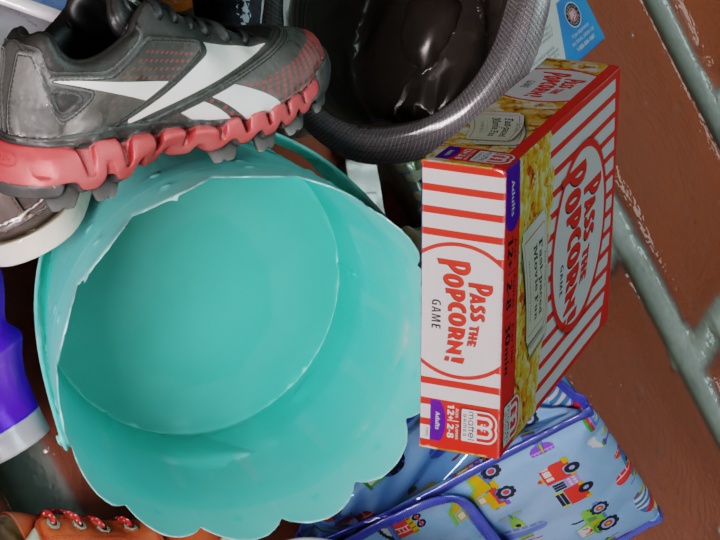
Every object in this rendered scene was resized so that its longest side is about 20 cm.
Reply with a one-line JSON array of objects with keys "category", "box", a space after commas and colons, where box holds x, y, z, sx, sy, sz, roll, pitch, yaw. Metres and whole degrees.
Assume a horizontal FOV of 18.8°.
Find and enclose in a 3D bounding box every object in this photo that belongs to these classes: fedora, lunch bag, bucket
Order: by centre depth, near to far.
[{"category": "bucket", "box": [-0.073, 0.026, 1.135, 0.206, 0.135, 0.208, -6, 108, -18]}, {"category": "fedora", "box": [0.034, -0.156, 1.239, 0.090, 0.176, 0.201, 15, 80, -68]}, {"category": "lunch bag", "box": [0.057, 0.142, 1.280, 0.094, 0.200, 0.151, 55, 2, 39]}]

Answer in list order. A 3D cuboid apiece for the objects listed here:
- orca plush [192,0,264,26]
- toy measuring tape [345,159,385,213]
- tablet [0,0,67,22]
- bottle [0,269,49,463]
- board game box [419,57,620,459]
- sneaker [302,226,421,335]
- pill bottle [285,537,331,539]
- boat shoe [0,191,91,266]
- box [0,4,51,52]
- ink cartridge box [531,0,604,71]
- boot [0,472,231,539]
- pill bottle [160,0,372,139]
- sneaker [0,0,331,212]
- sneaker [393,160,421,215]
[{"category": "orca plush", "box": [-0.086, -0.176, 1.187, 0.071, 0.105, 0.201, 9, 82, -8]}, {"category": "toy measuring tape", "box": [0.016, 0.001, 1.369, 0.073, 0.073, 0.201, 12, 65, -47]}, {"category": "tablet", "box": [-0.211, -0.177, 1.116, 0.199, 0.014, 0.130, 19, 30, -9]}, {"category": "bottle", "box": [-0.222, 0.004, 1.087, 0.201, 0.065, 0.084, 63, 33, -8]}, {"category": "board game box", "box": [0.085, -0.013, 1.134, 0.200, 0.046, 0.152, -43, 137, -60]}, {"category": "sneaker", "box": [0.000, 0.000, 1.270, 0.130, 0.080, 0.200, 38, 86, -12]}, {"category": "pill bottle", "box": [0.003, 0.224, 1.195, 0.200, 0.112, 0.113, 44, 40, -59]}, {"category": "boat shoe", "box": [-0.174, -0.078, 1.138, 0.200, 0.072, 0.060, -89, 154, -58]}, {"category": "box", "box": [-0.240, -0.130, 1.077, 0.156, 0.041, 0.200, 34, 34, 19]}, {"category": "ink cartridge box", "box": [0.070, -0.213, 1.522, 0.146, 0.084, 0.201, -41, 105, -51]}, {"category": "boot", "box": [-0.135, 0.149, 1.127, 0.107, 0.075, 0.200, 54, 41, -11]}, {"category": "pill bottle", "box": [-0.074, -0.184, 1.310, 0.200, 0.116, 0.117, 47, 43, -26]}, {"category": "sneaker", "box": [-0.095, -0.100, 1.056, 0.200, 0.071, 0.098, -20, 116, -36]}, {"category": "sneaker", "box": [0.061, -0.047, 1.415, 0.200, 0.079, 0.131, 53, 24, -25]}]
